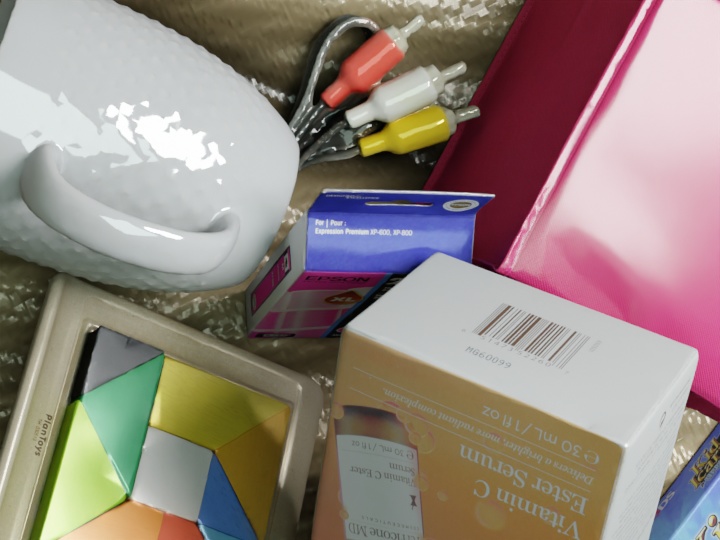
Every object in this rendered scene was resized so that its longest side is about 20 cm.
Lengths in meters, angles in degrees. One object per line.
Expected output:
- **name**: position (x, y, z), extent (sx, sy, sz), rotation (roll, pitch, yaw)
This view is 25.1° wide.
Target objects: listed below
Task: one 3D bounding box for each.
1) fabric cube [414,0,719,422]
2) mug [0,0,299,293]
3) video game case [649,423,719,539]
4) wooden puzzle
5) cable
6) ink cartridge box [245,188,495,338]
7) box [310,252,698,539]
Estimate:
- **fabric cube**: position (0.172, -0.044, 0.951), extent (0.199, 0.200, 0.197), rotation (31, 87, -16)
- **mug**: position (-0.126, -0.054, 0.861), extent (0.175, 0.200, 0.148), rotation (22, 108, -18)
- **video game case**: position (0.301, 0.175, 1.093), extent (0.181, 0.045, 0.200), rotation (41, 84, -15)
- **wooden puzzle**: position (-0.109, 0.116, 0.912), extent (0.199, 0.037, 0.186), rotation (27, 60, -30)
- **cable**: position (-0.030, -0.080, 0.964), extent (0.200, 0.050, 0.097), rotation (-35, 100, -10)
- **ink cartridge box**: position (0.000, 0.000, 0.905), extent (0.094, 0.200, 0.037), rotation (1, 72, -15)
- **box**: position (0.066, 0.119, 0.825), extent (0.152, 0.106, 0.201), rotation (20, 120, 22)
